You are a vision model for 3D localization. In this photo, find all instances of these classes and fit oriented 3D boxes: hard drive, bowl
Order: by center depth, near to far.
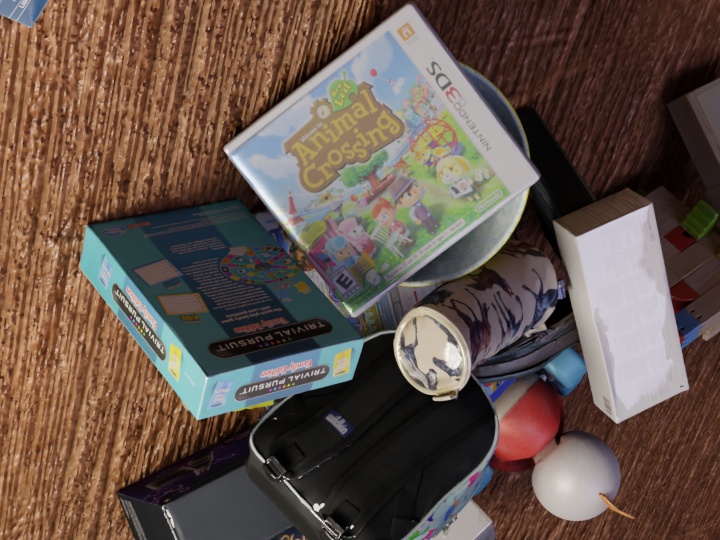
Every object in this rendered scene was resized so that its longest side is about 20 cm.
[{"bbox_3d":[0.047,-0.096,1.501,0.201,0.200,0.108,-53,-175,12],"label":"bowl"},{"bbox_3d":[0.203,-0.049,1.684,0.033,0.140,0.200,-28,143,-1],"label":"hard drive"}]

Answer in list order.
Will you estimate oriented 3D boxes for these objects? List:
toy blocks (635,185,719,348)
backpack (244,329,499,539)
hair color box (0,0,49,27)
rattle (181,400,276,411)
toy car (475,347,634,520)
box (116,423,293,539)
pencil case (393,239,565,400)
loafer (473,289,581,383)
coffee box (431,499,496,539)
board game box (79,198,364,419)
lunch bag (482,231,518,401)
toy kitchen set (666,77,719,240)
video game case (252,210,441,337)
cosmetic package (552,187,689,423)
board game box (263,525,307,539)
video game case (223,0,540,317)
[{"bbox_3d":[0.311,0.005,1.772,0.136,0.200,0.100,-31,151,-26],"label":"toy blocks"},{"bbox_3d":[0.019,0.159,1.514,0.200,0.177,0.151,-42,162,-18],"label":"backpack"},{"bbox_3d":[-0.284,-0.231,1.080,0.199,0.100,0.061,19,111,-51],"label":"hair color box"},{"bbox_3d":[-0.094,0.065,1.610,0.130,0.144,0.200,-29,171,27],"label":"rattle"},{"bbox_3d":[0.211,0.203,1.855,0.184,0.200,0.177,-46,171,-4],"label":"toy car"},{"bbox_3d":[-0.110,0.204,1.629,0.199,0.141,0.079,-25,102,-24],"label":"box"},{"bbox_3d":[0.104,0.043,1.500,0.078,0.090,0.200,-29,-178,37],"label":"pencil case"},{"bbox_3d":[0.175,0.045,1.627,0.199,0.072,0.063,-18,124,-15],"label":"loafer"},{"bbox_3d":[0.078,0.265,1.844,0.080,0.114,0.200,-42,166,-6],"label":"coffee box"},{"bbox_3d":[-0.115,0.026,1.407,0.150,0.200,0.047,-12,134,-35],"label":"board game box"},{"bbox_3d":[0.109,0.043,1.696,0.200,0.094,0.151,-35,111,-25],"label":"lunch bag"},{"bbox_3d":[0.392,-0.109,1.864,0.163,0.181,0.200,-26,180,-27],"label":"toy kitchen set"},{"bbox_3d":[0.000,0.000,1.567,0.199,0.018,0.144,-14,91,-34],"label":"video game case"},{"bbox_3d":[0.239,0.033,1.584,0.082,0.051,0.201,-22,117,-12],"label":"cosmetic package"},{"bbox_3d":[-0.042,0.231,1.671,0.199,0.135,0.035,-26,99,-27],"label":"board game box"},{"bbox_3d":[0.018,-0.090,1.437,0.200,0.182,0.022,-37,-172,10],"label":"video game case"}]
